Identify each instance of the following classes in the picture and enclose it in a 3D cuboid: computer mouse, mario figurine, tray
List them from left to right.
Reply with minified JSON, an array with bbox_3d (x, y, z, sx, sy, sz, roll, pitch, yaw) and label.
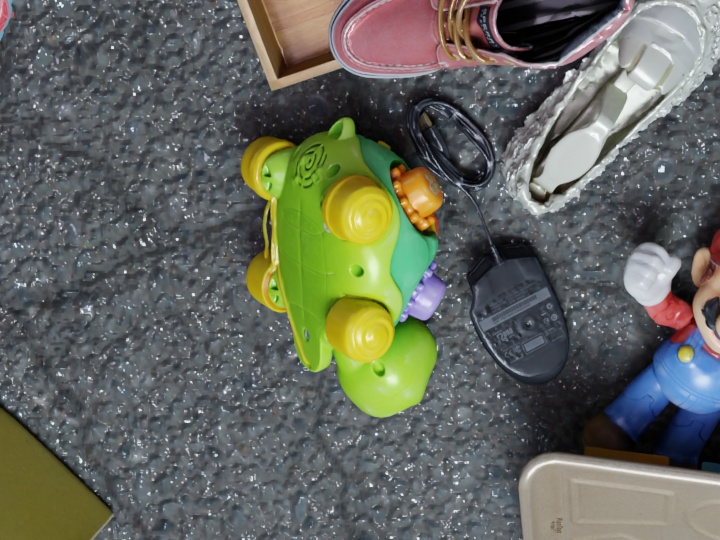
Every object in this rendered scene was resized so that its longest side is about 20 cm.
[{"bbox_3d":[0.021,-0.190,1.230,0.198,0.037,0.099,-16,107,18],"label":"tray"},{"bbox_3d":[0.079,-0.019,1.287,0.058,0.034,0.202,-24,98,-6],"label":"computer mouse"},{"bbox_3d":[0.212,0.056,1.243,0.122,0.106,0.201,7,126,-28],"label":"mario figurine"}]

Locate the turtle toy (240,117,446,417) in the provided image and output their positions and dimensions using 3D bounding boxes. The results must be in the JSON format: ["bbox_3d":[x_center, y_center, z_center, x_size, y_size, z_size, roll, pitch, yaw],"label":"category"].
[{"bbox_3d":[0.000,0.000,1.262,0.100,0.145,0.202,-14,113,-28],"label":"turtle toy"}]

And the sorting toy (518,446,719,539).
[{"bbox_3d":[0.203,0.162,1.283,0.198,0.037,0.186,3,150,9],"label":"sorting toy"}]

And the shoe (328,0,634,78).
[{"bbox_3d":[0.068,-0.151,1.166,0.198,0.091,0.072,-13,108,16],"label":"shoe"}]

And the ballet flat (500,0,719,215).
[{"bbox_3d":[0.160,-0.107,1.217,0.072,0.072,0.200,38,112,-4],"label":"ballet flat"}]

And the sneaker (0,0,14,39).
[{"bbox_3d":[-0.278,-0.133,1.280,0.079,0.096,0.202,17,113,4],"label":"sneaker"}]

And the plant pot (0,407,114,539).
[{"bbox_3d":[-0.325,0.176,1.362,0.195,0.194,0.201,-36,95,22],"label":"plant pot"}]
